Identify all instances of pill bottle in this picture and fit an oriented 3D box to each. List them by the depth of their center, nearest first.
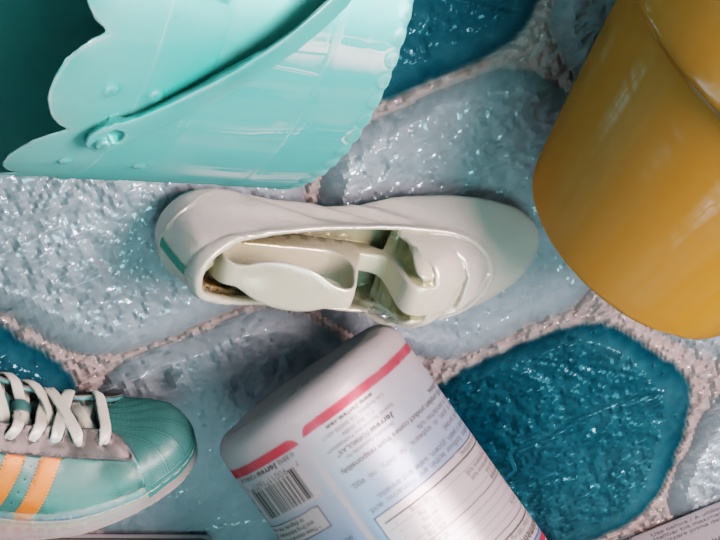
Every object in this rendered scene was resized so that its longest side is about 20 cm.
[{"bbox_3d":[0.028,0.135,0.983,0.109,0.109,0.200,-35,93,7],"label":"pill bottle"}]

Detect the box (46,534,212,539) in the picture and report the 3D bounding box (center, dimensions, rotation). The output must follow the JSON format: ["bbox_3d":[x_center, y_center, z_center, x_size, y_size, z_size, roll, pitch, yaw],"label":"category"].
[{"bbox_3d":[-0.166,0.192,1.011,0.200,0.117,0.060,3,124,-21],"label":"box"}]

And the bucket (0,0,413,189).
[{"bbox_3d":[-0.075,-0.128,0.773,0.135,0.207,0.207,7,121,-30],"label":"bucket"}]

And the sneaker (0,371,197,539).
[{"bbox_3d":[-0.178,0.081,0.957,0.200,0.071,0.080,-7,129,-11],"label":"sneaker"}]

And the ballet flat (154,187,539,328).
[{"bbox_3d":[0.000,0.000,0.963,0.200,0.069,0.069,4,122,-20],"label":"ballet flat"}]

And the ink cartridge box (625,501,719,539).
[{"bbox_3d":[0.256,0.205,1.178,0.200,0.075,0.165,-21,125,-2],"label":"ink cartridge box"}]

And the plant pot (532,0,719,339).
[{"bbox_3d":[0.178,-0.072,0.907,0.200,0.200,0.183,17,133,-27],"label":"plant pot"}]
